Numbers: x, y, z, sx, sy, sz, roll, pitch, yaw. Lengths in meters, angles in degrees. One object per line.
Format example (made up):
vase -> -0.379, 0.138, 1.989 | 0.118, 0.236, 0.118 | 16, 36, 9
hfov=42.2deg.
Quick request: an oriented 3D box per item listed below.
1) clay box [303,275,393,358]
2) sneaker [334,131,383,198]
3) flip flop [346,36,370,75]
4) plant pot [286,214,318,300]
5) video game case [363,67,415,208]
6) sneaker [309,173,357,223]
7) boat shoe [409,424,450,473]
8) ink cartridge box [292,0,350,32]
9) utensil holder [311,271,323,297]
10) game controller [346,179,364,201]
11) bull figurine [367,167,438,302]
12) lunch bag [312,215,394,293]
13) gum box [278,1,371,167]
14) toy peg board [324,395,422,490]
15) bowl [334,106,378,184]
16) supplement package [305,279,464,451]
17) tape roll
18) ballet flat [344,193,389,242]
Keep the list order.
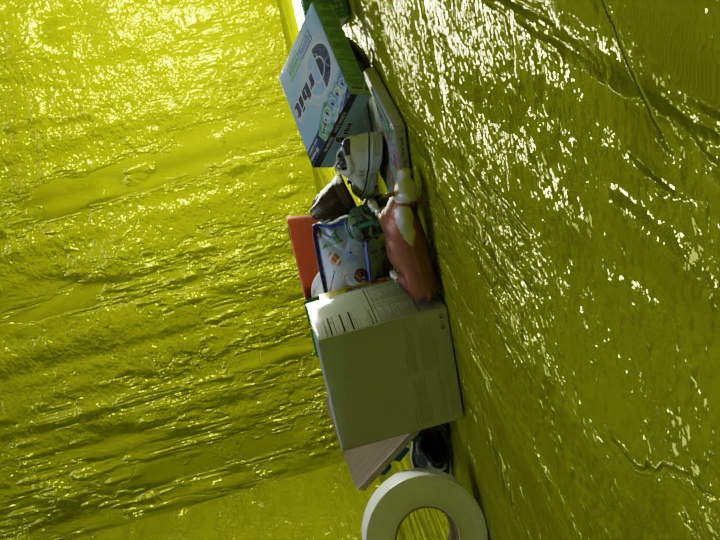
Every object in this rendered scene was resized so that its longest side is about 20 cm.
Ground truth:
clay box -> 0.011, 0.082, 1.565 | 0.048, 0.196, 0.117 | -121, 16, -71
sneaker -> -0.007, -0.172, 1.492 | 0.200, 0.069, 0.075 | 105, 168, -72
flip flop -> -0.035, -0.366, 1.585 | 0.199, 0.057, 0.083 | 33, 131, 54
plant pot -> -0.085, -0.042, 2.441 | 0.200, 0.172, 0.204 | 97, 158, -78
video game case -> 0.046, -0.190, 1.448 | 0.201, 0.022, 0.185 | -110, 8, -52
sneaker -> -0.052, -0.120, 1.602 | 0.071, 0.074, 0.200 | 62, -178, -1
boat shoe -> 0.127, 0.330, 1.665 | 0.068, 0.070, 0.204 | -111, 12, -55
ink cartridge box -> -0.086, -0.527, 1.645 | 0.145, 0.086, 0.204 | -144, 39, -82
utensil holder -> 0.001, 0.094, 1.910 | 0.172, 0.166, 0.202 | 81, 171, -45
game controller -> -0.004, -0.200, 1.868 | 0.200, 0.041, 0.107 | -128, 25, -77
bull figurine -> 0.063, -0.052, 1.351 | 0.121, 0.064, 0.204 | -135, 29, -68
lunch bag -> 0.000, 0.000, 1.685 | 0.170, 0.121, 0.205 | -27, -69, -69
gum box -> -0.062, -0.302, 1.527 | 0.171, 0.044, 0.203 | -56, 46, 46
toy peg board -> 0.055, 0.248, 1.631 | 0.201, 0.097, 0.201 | -50, 42, 23
bowl -> -0.027, -0.244, 1.636 | 0.201, 0.088, 0.206 | -11, -90, -89
supplement package -> 0.036, 0.137, 1.437 | 0.147, 0.195, 0.195 | -117, 14, -67
tape roll -> 0.101, 0.423, 1.486 | 0.071, 0.198, 0.207 | 164, 91, -84
ballet flat -> 0.032, -0.092, 1.566 | 0.200, 0.073, 0.076 | -51, -50, -68
